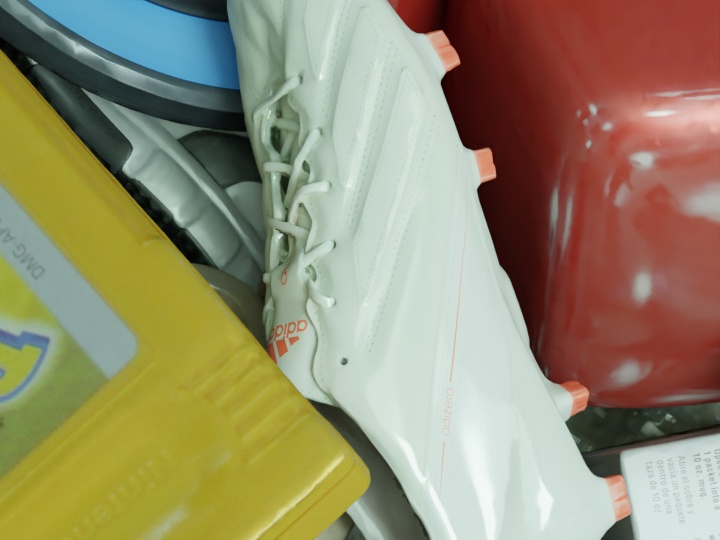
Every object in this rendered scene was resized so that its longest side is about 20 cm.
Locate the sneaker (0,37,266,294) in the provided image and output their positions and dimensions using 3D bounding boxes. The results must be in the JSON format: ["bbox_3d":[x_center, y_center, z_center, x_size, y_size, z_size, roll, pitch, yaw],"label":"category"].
[{"bbox_3d":[-0.076,-0.072,0.873,0.080,0.074,0.200,-41,96,-26],"label":"sneaker"}]

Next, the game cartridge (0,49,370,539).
[{"bbox_3d":[-0.122,0.041,0.747,0.176,0.032,0.200,-42,59,-3],"label":"game cartridge"}]

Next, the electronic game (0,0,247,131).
[{"bbox_3d":[-0.057,-0.128,0.846,0.199,0.042,0.201,18,52,-24],"label":"electronic game"}]

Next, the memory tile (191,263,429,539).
[{"bbox_3d":[-0.015,0.078,0.771,0.153,0.017,0.200,-15,59,-24],"label":"memory tile"}]

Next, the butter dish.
[{"bbox_3d":[0.111,-0.025,0.810,0.199,0.200,0.148,-10,56,-10],"label":"butter dish"}]

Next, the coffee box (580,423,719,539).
[{"bbox_3d":[0.164,0.075,0.865,0.199,0.113,0.080,-10,86,-9],"label":"coffee box"}]

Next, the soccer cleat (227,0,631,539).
[{"bbox_3d":[0.000,0.000,0.760,0.077,0.069,0.201,-19,78,-20],"label":"soccer cleat"}]
